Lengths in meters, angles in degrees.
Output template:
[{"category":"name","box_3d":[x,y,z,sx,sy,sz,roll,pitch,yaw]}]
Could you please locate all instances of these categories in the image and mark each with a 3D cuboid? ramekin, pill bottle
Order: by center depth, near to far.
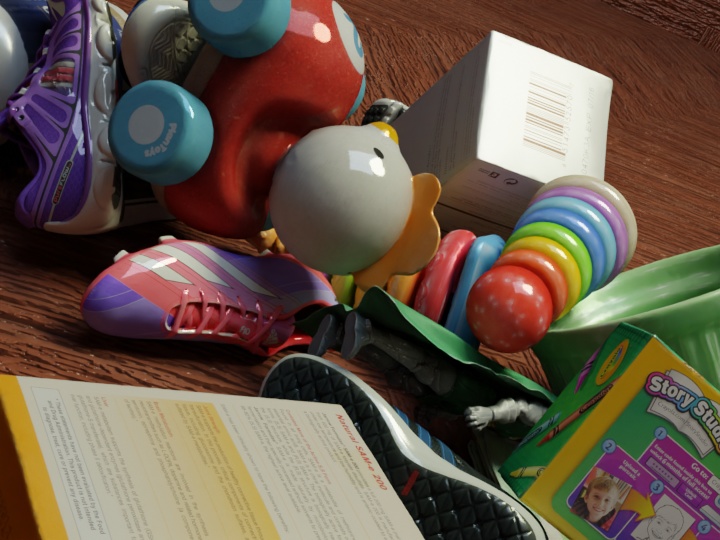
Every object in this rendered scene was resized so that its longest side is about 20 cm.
[{"category":"ramekin","box_3d":[0.220,0.054,0.848,0.200,0.199,0.098,-27,100,-62]},{"category":"pill bottle","box_3d":[-0.257,-0.145,0.897,0.111,0.111,0.200,36,25,21]}]

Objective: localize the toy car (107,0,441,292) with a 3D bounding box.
[{"category":"toy car","box_3d":[-0.020,-0.074,0.792,0.199,0.177,0.184,33,1,20]}]

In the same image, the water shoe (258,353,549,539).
[{"category":"water shoe","box_3d":[0.022,0.125,0.719,0.200,0.072,0.079,36,-2,23]}]

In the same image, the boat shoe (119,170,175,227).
[{"category":"boat shoe","box_3d":[-0.151,-0.082,0.929,0.072,0.071,0.200,32,24,12]}]

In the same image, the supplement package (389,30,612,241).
[{"category":"supplement package","box_3d":[0.101,-0.086,1.009,0.117,0.200,0.118,17,67,-20]}]

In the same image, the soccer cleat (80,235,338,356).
[{"category":"soccer cleat","box_3d":[-0.087,0.024,0.794,0.199,0.067,0.077,0,40,-51]}]

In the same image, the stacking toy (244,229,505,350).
[{"category":"stacking toy","box_3d":[0.000,0.000,0.904,0.199,0.110,0.116,19,7,10]}]

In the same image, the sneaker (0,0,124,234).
[{"category":"sneaker","box_3d":[-0.201,-0.119,0.810,0.083,0.081,0.201,-2,64,-9]}]

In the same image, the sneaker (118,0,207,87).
[{"category":"sneaker","box_3d":[-0.139,-0.155,0.860,0.111,0.077,0.200,38,4,19]}]

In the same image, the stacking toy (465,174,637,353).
[{"category":"stacking toy","box_3d":[0.125,0.000,0.821,0.085,0.086,0.200,31,29,11]}]

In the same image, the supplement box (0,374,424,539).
[{"category":"supplement box","box_3d":[-0.078,0.123,0.584,0.199,0.074,0.126,10,29,-34]}]

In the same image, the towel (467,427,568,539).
[{"category":"towel","box_3d":[0.175,0.172,0.810,0.199,0.023,0.153,17,26,-22]}]

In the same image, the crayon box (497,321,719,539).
[{"category":"crayon box","box_3d":[0.195,0.139,0.709,0.200,0.119,0.058,40,0,-7]}]

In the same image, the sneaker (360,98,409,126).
[{"category":"sneaker","box_3d":[0.073,-0.097,1.209,0.200,0.075,0.081,45,16,31]}]

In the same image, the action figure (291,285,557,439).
[{"category":"action figure","box_3d":[0.063,0.075,0.782,0.199,0.055,0.118,26,-17,-27]}]
